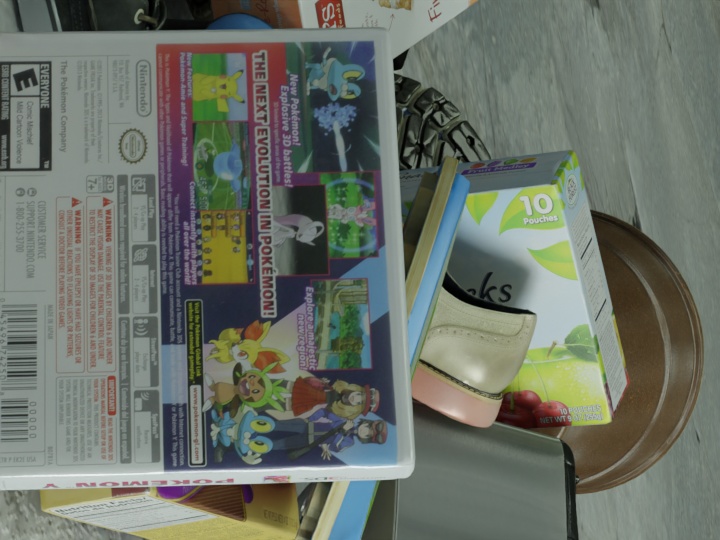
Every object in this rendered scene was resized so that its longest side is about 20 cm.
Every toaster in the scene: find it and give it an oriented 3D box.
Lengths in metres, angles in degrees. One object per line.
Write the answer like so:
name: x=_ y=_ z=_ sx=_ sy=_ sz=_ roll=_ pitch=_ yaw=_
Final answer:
toaster: x=0.035 y=0.183 z=1.242 sx=0.200 sy=0.118 sz=0.181 roll=129 pitch=-28 yaw=-47

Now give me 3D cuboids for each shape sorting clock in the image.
shape sorting clock: x=0.006 y=0.041 z=1.097 sx=0.200 sy=0.039 sz=0.201 roll=17 pitch=90 yaw=-87

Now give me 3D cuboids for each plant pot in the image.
plant pot: x=0.102 y=0.059 z=1.553 sx=0.198 sy=0.199 sz=0.201 roll=-4 pitch=86 yaw=-65

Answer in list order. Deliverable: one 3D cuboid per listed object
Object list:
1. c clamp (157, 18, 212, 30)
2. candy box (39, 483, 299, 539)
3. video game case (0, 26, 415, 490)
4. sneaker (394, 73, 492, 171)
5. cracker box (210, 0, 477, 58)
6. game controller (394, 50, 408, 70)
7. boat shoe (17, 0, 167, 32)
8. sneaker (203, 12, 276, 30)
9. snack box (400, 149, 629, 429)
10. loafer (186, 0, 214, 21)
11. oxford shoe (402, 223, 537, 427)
c clamp: x=-0.039 y=-0.069 z=1.195 sx=0.170 sy=0.027 sz=0.201 roll=5 pitch=51 yaw=-34
candy box: x=-0.090 y=0.063 z=1.105 sx=0.200 sy=0.056 sz=0.117 roll=37 pitch=44 yaw=-69
video game case: x=-0.072 y=-0.008 z=0.993 sx=0.023 sy=0.181 sz=0.201 roll=99 pitch=-11 yaw=-69
sneaker: x=0.040 y=-0.038 z=1.360 sx=0.200 sy=0.089 sz=0.079 roll=39 pitch=57 yaw=-24
cracker box: x=-0.004 y=-0.178 z=1.205 sx=0.200 sy=0.057 sz=0.135 roll=-39 pitch=127 yaw=-50
game controller: x=0.012 y=-0.180 z=1.386 sx=0.200 sy=0.042 sz=0.105 roll=-72 pitch=142 yaw=-73
boat shoe: x=-0.123 y=-0.128 z=1.092 sx=0.069 sy=0.056 sz=0.201 roll=-63 pitch=141 yaw=-64
sneaker: x=-0.049 y=-0.033 z=1.080 sx=0.078 sy=0.066 sz=0.201 roll=65 pitch=20 yaw=-71
snack box: x=0.034 y=0.018 z=1.286 sx=0.053 sy=0.199 sz=0.143 roll=-52 pitch=131 yaw=-59
loafer: x=-0.044 y=-0.218 z=1.304 sx=0.068 sy=0.076 sz=0.201 roll=22 pitch=69 yaw=-25
oxford shoe: x=0.000 y=0.000 z=1.229 sx=0.074 sy=0.199 sz=0.071 roll=-59 pitch=176 yaw=12
